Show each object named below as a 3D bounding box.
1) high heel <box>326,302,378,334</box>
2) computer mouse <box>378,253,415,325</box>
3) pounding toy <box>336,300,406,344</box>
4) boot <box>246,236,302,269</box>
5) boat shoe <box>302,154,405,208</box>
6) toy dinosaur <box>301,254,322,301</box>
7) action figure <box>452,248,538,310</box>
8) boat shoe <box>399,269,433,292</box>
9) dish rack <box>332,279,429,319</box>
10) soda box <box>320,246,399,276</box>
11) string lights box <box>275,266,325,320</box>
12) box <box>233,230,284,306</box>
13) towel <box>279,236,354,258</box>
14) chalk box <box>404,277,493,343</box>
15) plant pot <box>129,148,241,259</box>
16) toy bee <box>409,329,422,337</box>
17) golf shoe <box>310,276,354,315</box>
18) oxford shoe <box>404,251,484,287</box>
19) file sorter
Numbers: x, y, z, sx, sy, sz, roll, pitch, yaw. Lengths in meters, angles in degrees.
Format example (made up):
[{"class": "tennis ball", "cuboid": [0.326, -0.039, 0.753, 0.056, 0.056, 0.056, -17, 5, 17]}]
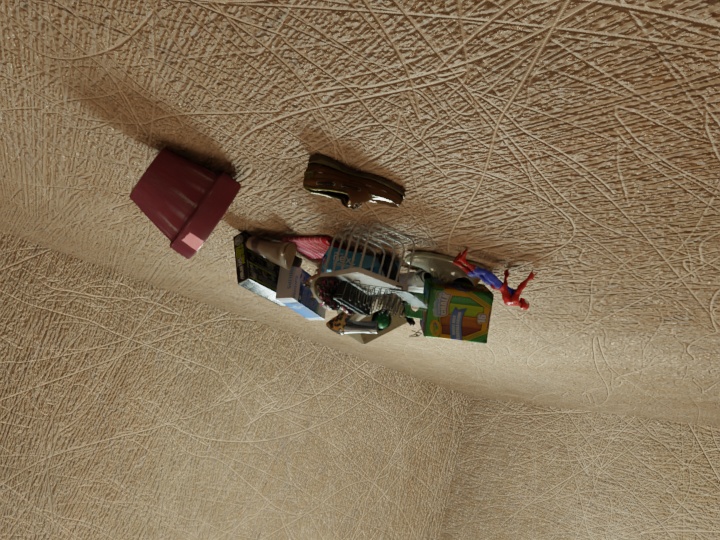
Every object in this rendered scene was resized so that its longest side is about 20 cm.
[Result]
[{"class": "high heel", "cuboid": [-0.013, 0.089, 1.822, 0.141, 0.201, 0.072, 0, 133, 11]}, {"class": "computer mouse", "cuboid": [0.099, 0.045, 1.714, 0.034, 0.202, 0.059, -27, 170, 11]}, {"class": "pounding toy", "cuboid": [0.044, 0.102, 1.958, 0.183, 0.144, 0.200, -25, -164, -17]}, {"class": "boot", "cuboid": [-0.241, -0.055, 1.830, 0.145, 0.071, 0.200, 21, 169, 11]}, {"class": "boat shoe", "cuboid": [-0.014, -0.148, 1.270, 0.198, 0.069, 0.072, 18, 165, -11]}, {"class": "toy dinosaur", "cuboid": [-0.080, 0.025, 1.838, 0.085, 0.201, 0.135, -11, 159, -46]}, {"class": "action figure", "cuboid": [0.318, 0.006, 1.537, 0.200, 0.099, 0.065, 40, 167, -4]}, {"class": "boat shoe", "cuboid": [0.171, 0.027, 1.757, 0.198, 0.072, 0.069, 10, 151, 32]}, {"class": "dish rack", "cuboid": [0.054, 0.071, 1.559, 0.198, 0.055, 0.153, 7, 166, 31]}, {"class": "soda box", "cuboid": [0.000, 0.000, 1.764, 0.198, 0.069, 0.064, 12, 154, -15]}, {"class": "string lights box", "cuboid": [-0.167, 0.067, 1.973, 0.058, 0.104, 0.200, -4, 157, 26]}, {"class": "box", "cuboid": [-0.280, -0.003, 1.944, 0.044, 0.162, 0.200, -25, 148, 23]}, {"class": "towel", "cuboid": [-0.108, -0.057, 1.830, 0.199, 0.023, 0.144, 2, 160, 45]}, {"class": "chalk box", "cuboid": [0.209, 0.094, 1.642, 0.197, 0.126, 0.124, 5, -170, -2]}, {"class": "plant pot", "cuboid": [-0.382, -0.156, 1.442, 0.178, 0.201, 0.200, 37, 160, -17]}, {"class": "toy bee", "cuboid": [0.241, 0.124, 2.025, 0.198, 0.110, 0.131, -6, 164, -19]}, {"class": "golf shoe", "cuboid": [-0.080, 0.060, 1.623, 0.091, 0.073, 0.200, 10, 167, 26]}, {"class": "oxford shoe", "cuboid": [0.199, -0.002, 1.628, 0.198, 0.058, 0.075, 13, 168, 16]}, {"class": "file sorter", "cuboid": [0.018, -0.024, 1.600, 0.138, 0.126, 0.199, 21, 166, -25]}]
